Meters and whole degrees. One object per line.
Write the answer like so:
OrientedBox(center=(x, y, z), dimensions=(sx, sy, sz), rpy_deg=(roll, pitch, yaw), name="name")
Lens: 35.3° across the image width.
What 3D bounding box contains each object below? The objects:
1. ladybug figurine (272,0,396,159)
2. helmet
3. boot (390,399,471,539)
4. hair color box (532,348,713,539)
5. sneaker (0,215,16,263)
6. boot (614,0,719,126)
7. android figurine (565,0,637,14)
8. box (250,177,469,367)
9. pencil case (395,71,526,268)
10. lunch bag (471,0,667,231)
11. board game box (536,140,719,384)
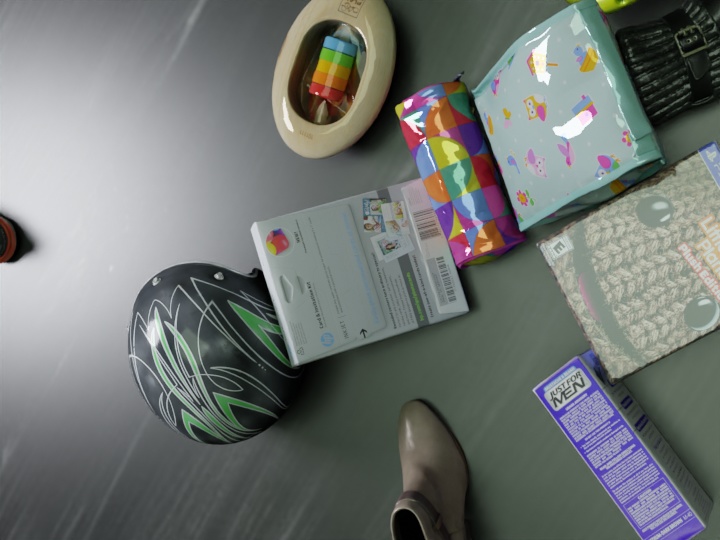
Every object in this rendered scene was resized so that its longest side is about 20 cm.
OrientedBox(center=(-0.023, -0.220, 1.252), dimensions=(0.135, 0.072, 0.202), rpy_deg=(26, 99, 18), name="ladybug figurine")
OrientedBox(center=(-0.159, 0.090, 1.240), dimensions=(0.198, 0.190, 0.203), rpy_deg=(0, 91, 19), name="helmet")
OrientedBox(center=(0.066, 0.239, 1.183), dimensions=(0.070, 0.146, 0.202), rpy_deg=(-24, 82, 20), name="boot")
OrientedBox(center=(0.264, 0.177, 1.131), dimensions=(0.065, 0.109, 0.201), rpy_deg=(-38, 78, 17), name="hair color box")
OrientedBox(center=(-0.531, -0.071, 1.432), dimensions=(0.198, 0.082, 0.078), rpy_deg=(22, 98, 18), name="sneaker")
OrientedBox(center=(0.325, -0.262, 1.122), dimensions=(0.156, 0.079, 0.214), rpy_deg=(-14, 86, 19), name="boot")
OrientedBox(center=(0.284, -0.329, 1.095), dimensions=(0.199, 0.041, 0.183), rpy_deg=(-15, 46, 50), name="android figurine")
OrientedBox(center=(0.000, 0.000, 1.209), dimensions=(0.198, 0.041, 0.158), rpy_deg=(-16, 84, -16), name="box")
OrientedBox(center=(0.108, -0.106, 1.201), dimensions=(0.088, 0.088, 0.202), rpy_deg=(-20, 84, 19), name="pencil case")
OrientedBox(center=(0.210, -0.151, 1.098), dimensions=(0.121, 0.200, 0.172), rpy_deg=(-17, 82, -21), name="lunch bag")
OrientedBox(center=(0.304, -0.006, 1.122), dimensions=(0.199, 0.097, 0.161), rpy_deg=(-31, 80, 18), name="board game box")
